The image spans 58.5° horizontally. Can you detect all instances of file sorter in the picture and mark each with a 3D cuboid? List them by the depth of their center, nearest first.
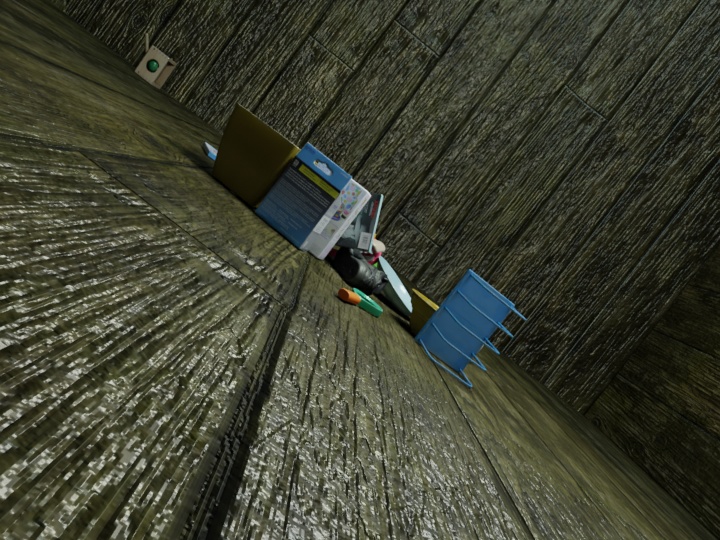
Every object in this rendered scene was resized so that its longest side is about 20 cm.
[{"bbox_3d":[0.242,0.130,1.398,0.138,0.201,0.123,36,7,-16],"label":"file sorter"}]

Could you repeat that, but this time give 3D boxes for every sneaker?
[{"bbox_3d":[0.000,0.000,1.603,0.114,0.076,0.200,37,7,-28],"label":"sneaker"}]

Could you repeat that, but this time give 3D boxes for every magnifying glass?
[{"bbox_3d":[-0.003,0.059,1.307,0.079,0.022,0.200,40,5,18],"label":"magnifying glass"}]

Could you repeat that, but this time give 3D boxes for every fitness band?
[{"bbox_3d":[-0.034,-0.067,1.784,0.198,0.038,0.144,5,34,-25],"label":"fitness band"}]

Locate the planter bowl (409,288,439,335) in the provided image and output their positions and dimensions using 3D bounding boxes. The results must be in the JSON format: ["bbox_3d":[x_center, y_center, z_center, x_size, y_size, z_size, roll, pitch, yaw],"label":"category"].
[{"bbox_3d":[0.180,0.138,1.557,0.200,0.084,0.200,37,4,-3],"label":"planter bowl"}]

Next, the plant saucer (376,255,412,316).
[{"bbox_3d":[0.092,0.054,1.768,0.202,0.039,0.201,54,10,-15],"label":"plant saucer"}]

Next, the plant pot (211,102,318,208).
[{"bbox_3d":[-0.241,-0.255,1.578,0.199,0.177,0.200,37,4,14],"label":"plant pot"}]

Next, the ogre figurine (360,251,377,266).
[{"bbox_3d":[0.003,-0.043,1.920,0.120,0.098,0.201,49,8,-37],"label":"ogre figurine"}]

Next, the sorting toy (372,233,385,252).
[{"bbox_3d":[-0.028,-0.105,1.710,0.198,0.037,0.185,26,6,7],"label":"sorting toy"}]

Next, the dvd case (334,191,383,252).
[{"bbox_3d":[-0.054,-0.134,1.587,0.198,0.148,0.022,12,-3,16],"label":"dvd case"}]

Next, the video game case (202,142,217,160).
[{"bbox_3d":[-0.426,-0.341,2.019,0.143,0.018,0.200,35,5,-25],"label":"video game case"}]

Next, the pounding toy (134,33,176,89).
[{"bbox_3d":[-1.013,-1.018,3.142,0.142,0.185,0.200,37,5,-6],"label":"pounding toy"}]

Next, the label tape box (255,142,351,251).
[{"bbox_3d":[-0.124,-0.167,1.474,0.143,0.201,0.066,38,3,14],"label":"label tape box"}]

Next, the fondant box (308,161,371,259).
[{"bbox_3d":[-0.091,-0.148,1.554,0.144,0.201,0.058,39,5,12],"label":"fondant box"}]
